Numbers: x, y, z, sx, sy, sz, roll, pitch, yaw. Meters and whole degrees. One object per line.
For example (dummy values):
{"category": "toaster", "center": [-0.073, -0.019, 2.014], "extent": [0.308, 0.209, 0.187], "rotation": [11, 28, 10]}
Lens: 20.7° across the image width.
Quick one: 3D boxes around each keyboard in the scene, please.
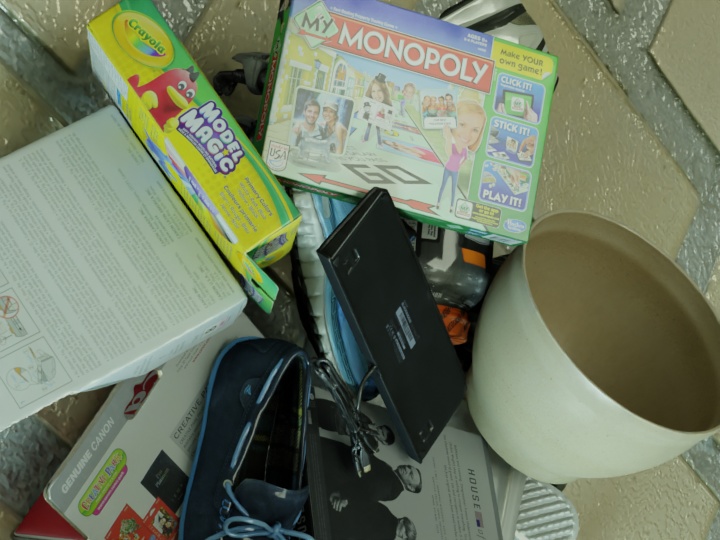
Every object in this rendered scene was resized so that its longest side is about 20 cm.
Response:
{"category": "keyboard", "center": [0.011, 0.054, 1.311], "extent": [0.127, 0.021, 0.200], "rotation": [-53, 136, -32]}

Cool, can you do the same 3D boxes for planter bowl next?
{"category": "planter bowl", "center": [0.161, 0.073, 1.452], "extent": [0.200, 0.135, 0.200], "rotation": [25, 40, -23]}

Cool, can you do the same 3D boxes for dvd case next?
{"category": "dvd case", "center": [0.028, 0.168, 1.358], "extent": [0.200, 0.025, 0.151], "rotation": [21, 53, -44]}

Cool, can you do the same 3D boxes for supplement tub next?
{"category": "supplement tub", "center": [0.042, -0.050, 1.466], "extent": [0.122, 0.122, 0.200], "rotation": [15, 78, -45]}

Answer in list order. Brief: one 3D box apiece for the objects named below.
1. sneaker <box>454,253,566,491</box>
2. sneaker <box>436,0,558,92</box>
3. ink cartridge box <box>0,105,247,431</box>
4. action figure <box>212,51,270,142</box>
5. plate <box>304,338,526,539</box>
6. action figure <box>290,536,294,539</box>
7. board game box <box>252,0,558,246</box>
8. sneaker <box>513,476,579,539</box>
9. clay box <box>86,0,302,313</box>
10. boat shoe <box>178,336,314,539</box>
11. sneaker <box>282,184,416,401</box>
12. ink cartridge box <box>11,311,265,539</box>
{"category": "sneaker", "center": [0.113, 0.086, 1.572], "extent": [0.114, 0.076, 0.200], "rotation": [-1, 86, -44]}
{"category": "sneaker", "center": [0.055, -0.112, 1.375], "extent": [0.200, 0.076, 0.115], "rotation": [-30, 87, -16]}
{"category": "ink cartridge box", "center": [-0.196, 0.004, 1.230], "extent": [0.200, 0.057, 0.163], "rotation": [-30, 76, -22]}
{"category": "action figure", "center": [-0.082, -0.087, 1.384], "extent": [0.200, 0.069, 0.130], "rotation": [-18, 94, -49]}
{"category": "plate", "center": [0.037, 0.159, 1.455], "extent": [0.199, 0.032, 0.200], "rotation": [19, 69, -18]}
{"category": "action figure", "center": [-0.025, 0.265, 1.351], "extent": [0.193, 0.105, 0.200], "rotation": [-40, 103, -32]}
{"category": "board game box", "center": [0.031, -0.105, 1.320], "extent": [0.200, 0.029, 0.135], "rotation": [14, 80, -21]}
{"category": "sneaker", "center": [0.074, 0.157, 1.532], "extent": [0.200, 0.079, 0.078], "rotation": [43, 64, -10]}
{"category": "clay box", "center": [-0.098, -0.070, 1.238], "extent": [0.048, 0.115, 0.200], "rotation": [-35, 86, -10]}
{"category": "boat shoe", "center": [-0.071, 0.141, 1.258], "extent": [0.084, 0.069, 0.200], "rotation": [6, 83, -45]}
{"category": "sneaker", "center": [0.000, 0.000, 1.360], "extent": [0.090, 0.078, 0.200], "rotation": [-13, 115, -9]}
{"category": "ink cartridge box", "center": [-0.129, 0.126, 1.309], "extent": [0.176, 0.084, 0.200], "rotation": [53, 53, -30]}
